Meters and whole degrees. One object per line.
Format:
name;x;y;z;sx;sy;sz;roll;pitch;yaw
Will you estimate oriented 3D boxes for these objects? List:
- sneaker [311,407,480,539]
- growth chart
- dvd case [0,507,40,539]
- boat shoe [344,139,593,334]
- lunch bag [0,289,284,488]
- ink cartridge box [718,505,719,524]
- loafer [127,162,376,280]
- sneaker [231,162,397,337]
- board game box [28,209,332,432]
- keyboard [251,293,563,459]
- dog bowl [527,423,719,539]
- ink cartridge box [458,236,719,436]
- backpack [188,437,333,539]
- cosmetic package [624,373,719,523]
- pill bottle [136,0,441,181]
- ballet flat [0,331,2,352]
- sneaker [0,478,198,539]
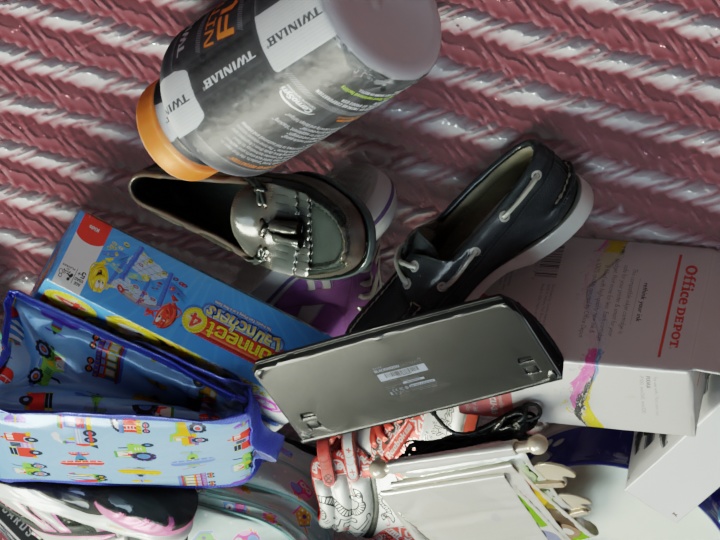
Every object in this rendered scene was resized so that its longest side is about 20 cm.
sneaker;0.024;0.119;1.781;0.108;0.067;0.202;11;129;-2
growth chart;0.090;0.168;1.683;0.144;0.018;0.200;-6;146;16
dvd case;-0.259;0.209;1.942;0.150;0.025;0.200;41;168;23
boat shoe;0.057;-0.010;1.613;0.200;0.076;0.060;-42;122;10
lunch bag;-0.152;0.103;1.703;0.199;0.094;0.151;13;157;4
ink cartridge box;0.352;0.139;1.670;0.200;0.116;0.068;-5;135;26
loafer;-0.074;-0.033;1.610;0.200;0.063;0.072;19;112;47
sneaker;0.000;-0.001;1.686;0.114;0.073;0.200;30;149;-14
board game box;-0.137;0.049;1.741;0.195;0.056;0.200;27;161;-7
keyboard;0.040;0.077;1.607;0.200;0.021;0.127;-15;126;28
dog bowl;0.183;0.209;1.784;0.200;0.079;0.201;6;114;14
ink cartridge box;0.170;0.042;1.630;0.199;0.117;0.068;5;136;16
backpack;-0.116;0.185;1.887;0.199;0.127;0.167;14;136;0
cosmetic package;0.255;0.077;1.643;0.051;0.083;0.200;31;129;-14
pill bottle;-0.053;-0.125;1.536;0.106;0.106;0.200;40;134;-23
ballet flat;-0.280;0.086;1.855;0.070;0.067;0.200;27;156;25
sneaker;-0.212;0.181;1.800;0.200;0.080;0.087;19;122;27
